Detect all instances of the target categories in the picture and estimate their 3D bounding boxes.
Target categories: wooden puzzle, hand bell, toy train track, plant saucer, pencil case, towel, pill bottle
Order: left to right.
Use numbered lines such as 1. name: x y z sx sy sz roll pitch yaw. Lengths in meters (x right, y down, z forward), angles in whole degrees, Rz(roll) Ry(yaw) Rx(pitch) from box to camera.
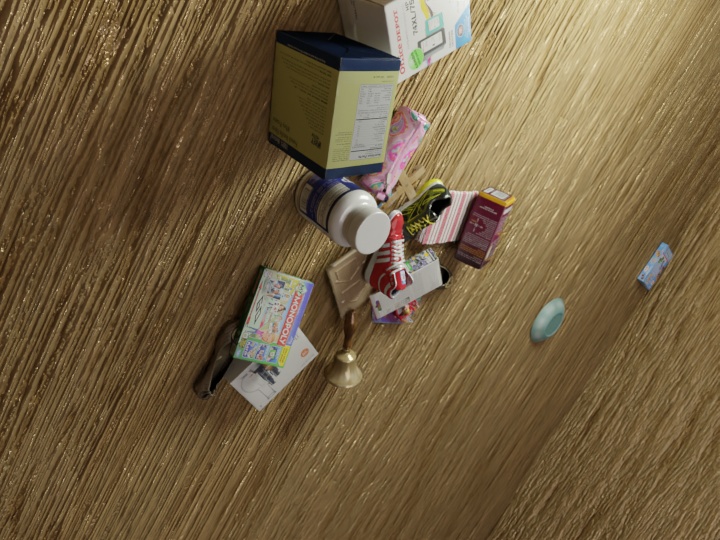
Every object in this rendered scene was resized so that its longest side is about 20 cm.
1. pill bottle: -0.034 -0.119 1.201 0.118 0.199 0.121 -25 134 -29
2. hand bell: -0.033 0.187 1.505 0.103 0.104 0.203 -15 128 -36
3. wooden puzzle: 0.000 0.000 1.450 0.184 0.046 0.202 -35 142 -20
4. toy train track: 0.069 -0.179 1.396 0.200 0.033 0.115 -44 147 -2
5. pencil case: 0.074 -0.255 1.298 0.087 0.087 0.202 20 103 -49
6. towel: 0.233 -0.146 1.583 0.198 0.030 0.149 -8 124 -44
7. plant saucer: 0.751 0.205 2.337 0.199 0.039 0.204 -25 133 -30

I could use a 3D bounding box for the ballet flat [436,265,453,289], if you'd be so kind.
1. ballet flat: 0.211 0.008 1.641 0.199 0.046 0.068 35 81 -50

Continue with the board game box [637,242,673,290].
1. board game box: 1.400 -0.018 2.811 0.151 0.036 0.202 27 97 -50

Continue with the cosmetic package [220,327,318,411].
1. cosmetic package: -0.209 0.217 1.397 0.200 0.052 0.152 -44 142 -12

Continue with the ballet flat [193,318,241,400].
1. ballet flat: -0.301 0.198 1.294 0.067 0.046 0.202 23 101 -50

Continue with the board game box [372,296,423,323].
1. board game box: 0.120 0.086 1.629 0.198 0.039 0.160 8 112 -48

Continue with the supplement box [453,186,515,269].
1. supplement box: 0.343 -0.118 1.637 0.110 0.085 0.203 -27 139 -60

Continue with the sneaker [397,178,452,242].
1. sneaker: 0.142 -0.133 1.441 0.074 0.085 0.201 33 99 -40

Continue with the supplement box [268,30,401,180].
1. supplement box: -0.053 -0.296 1.051 0.133 0.199 0.203 -13 127 -36

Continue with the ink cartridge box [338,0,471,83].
1. ink cartridge box: 0.083 -0.471 1.098 0.199 0.146 0.148 -35 137 -19

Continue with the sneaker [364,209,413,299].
1. sneaker: 0.081 -0.030 1.373 0.070 0.112 0.203 -12 130 -41

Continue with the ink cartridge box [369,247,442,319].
1. ink cartridge box: 0.109 0.034 1.507 0.198 0.051 0.110 -27 141 -7

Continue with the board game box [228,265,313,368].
1. board game box: -0.193 0.103 1.294 0.133 0.029 0.203 19 92 -38
